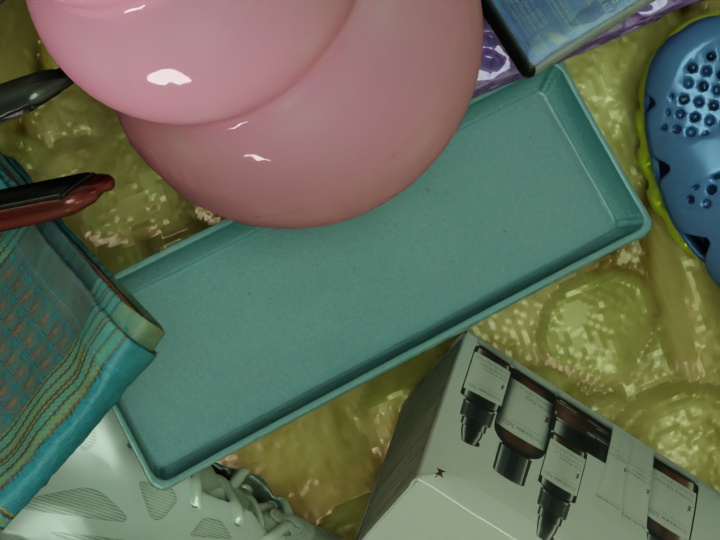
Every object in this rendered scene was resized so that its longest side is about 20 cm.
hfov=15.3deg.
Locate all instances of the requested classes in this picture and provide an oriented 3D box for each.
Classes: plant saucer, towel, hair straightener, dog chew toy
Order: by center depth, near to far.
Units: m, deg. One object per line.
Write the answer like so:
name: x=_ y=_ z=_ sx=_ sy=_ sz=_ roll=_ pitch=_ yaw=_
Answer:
dog chew toy: x=-0.045 y=-0.091 z=0.809 sx=0.124 sy=0.200 sz=0.125 roll=-11 pitch=66 yaw=25
towel: x=-0.159 y=0.059 z=0.856 sx=0.200 sy=0.147 sz=0.022 roll=-47 pitch=130 yaw=-1
hair straightener: x=-0.179 y=-0.038 z=0.859 sx=0.199 sy=0.041 sz=0.077 roll=-11 pitch=102 yaw=22
plant saucer: x=0.000 y=0.000 z=0.896 sx=0.199 sy=0.019 sz=0.070 roll=-27 pitch=84 yaw=-21

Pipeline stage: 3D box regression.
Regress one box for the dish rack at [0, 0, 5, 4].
dish rack: x=-0.178 y=-0.167 z=0.837 sx=0.199 sy=0.055 sz=0.154 roll=25 pitch=106 yaw=12

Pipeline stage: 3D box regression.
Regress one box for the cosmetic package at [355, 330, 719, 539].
cosmetic package: x=0.099 y=0.109 z=0.909 sx=0.199 sy=0.083 sz=0.051 roll=32 pitch=130 yaw=-9

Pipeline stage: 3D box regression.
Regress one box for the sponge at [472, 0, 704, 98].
sponge: x=0.105 y=-0.146 z=0.911 sx=0.199 sy=0.030 sz=0.112 roll=-22 pitch=84 yaw=-5

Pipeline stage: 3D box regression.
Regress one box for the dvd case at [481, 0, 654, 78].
dvd case: x=0.100 y=-0.175 z=0.890 sx=0.199 sy=0.018 sz=0.143 roll=-32 pitch=84 yaw=-5

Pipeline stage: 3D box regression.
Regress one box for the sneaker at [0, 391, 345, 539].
sneaker: x=-0.062 y=0.066 z=0.895 sx=0.199 sy=0.076 sz=0.116 roll=9 pitch=95 yaw=-5

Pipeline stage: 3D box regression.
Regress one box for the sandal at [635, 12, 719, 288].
sandal: x=0.157 y=0.005 z=0.912 sx=0.079 sy=0.087 sz=0.201 roll=-26 pitch=95 yaw=-3
